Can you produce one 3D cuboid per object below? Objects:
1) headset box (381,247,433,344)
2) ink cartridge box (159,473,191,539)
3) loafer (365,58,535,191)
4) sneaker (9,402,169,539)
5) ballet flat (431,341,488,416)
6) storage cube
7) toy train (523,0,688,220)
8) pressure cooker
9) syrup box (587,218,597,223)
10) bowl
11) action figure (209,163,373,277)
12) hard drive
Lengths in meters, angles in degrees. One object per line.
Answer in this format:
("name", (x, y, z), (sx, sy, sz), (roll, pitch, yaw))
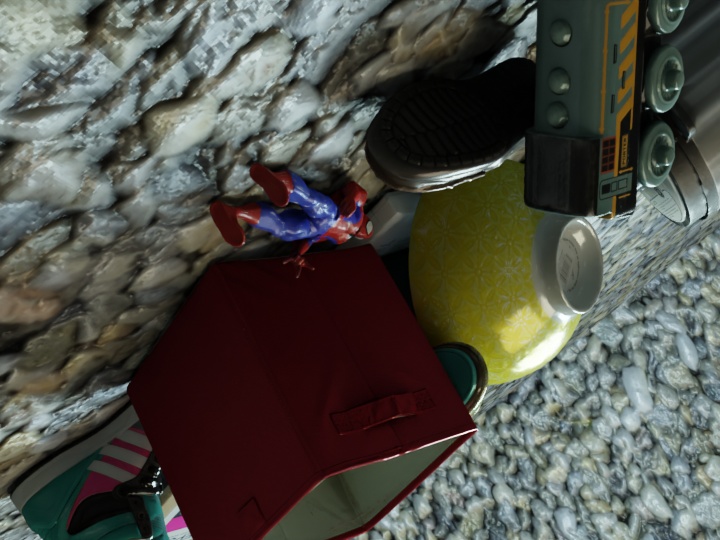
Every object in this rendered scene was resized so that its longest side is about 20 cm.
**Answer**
("headset box", (0.044, 0.058, 1.085), (0.173, 0.093, 0.200), (-21, 158, -47))
("ink cartridge box", (-0.152, 0.199, 1.140), (0.198, 0.076, 0.165), (-9, 148, -46))
("loafer", (0.072, -0.091, 0.815), (0.199, 0.073, 0.071), (-22, 159, -44))
("sneaker", (-0.181, 0.180, 0.972), (0.199, 0.121, 0.084), (-34, 165, -13))
("ballet flat", (0.055, 0.113, 0.962), (0.070, 0.071, 0.200), (-22, 168, -45))
("storage cube", (-0.052, 0.109, 0.900), (0.169, 0.181, 0.200), (-9, 150, -43))
("toy train", (0.163, -0.128, 0.781), (0.113, 0.084, 0.204), (-18, 115, -44))
("pressure cooker", (0.283, -0.139, 1.008), (0.199, 0.179, 0.176), (-37, 131, 1))
("syrup box", (0.248, -0.117, 1.167), (0.199, 0.082, 0.079), (-39, 163, 8))
("bowl", (0.141, -0.003, 0.978), (0.107, 0.204, 0.199), (-3, -168, 41))
("action figure", (-0.034, -0.037, 0.819), (0.065, 0.052, 0.200), (-45, 166, 16))
("hard drive", (0.000, 0.000, 1.043), (0.200, 0.027, 0.131), (-47, 163, 29))
